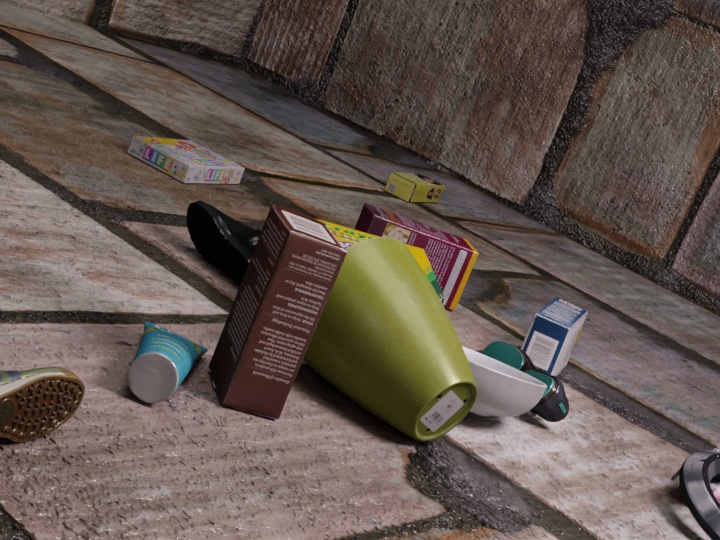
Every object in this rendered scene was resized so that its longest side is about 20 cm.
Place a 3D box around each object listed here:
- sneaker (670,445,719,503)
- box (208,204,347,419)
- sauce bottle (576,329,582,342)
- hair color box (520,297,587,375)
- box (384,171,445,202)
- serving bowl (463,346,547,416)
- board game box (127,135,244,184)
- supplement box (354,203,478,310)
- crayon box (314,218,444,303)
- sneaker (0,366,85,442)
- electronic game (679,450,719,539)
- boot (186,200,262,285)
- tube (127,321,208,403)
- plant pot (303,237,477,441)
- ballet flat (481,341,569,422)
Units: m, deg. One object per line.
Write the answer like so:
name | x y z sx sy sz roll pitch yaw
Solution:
sneaker | 0.484 0.287 1.717 0.082 0.070 0.199 48 26 25
box | -0.091 0.044 1.361 0.074 0.202 0.100 20 13 -21
sauce bottle | 0.349 0.103 2.200 0.065 0.067 0.200 25 14 11
hair color box | 0.300 0.110 2.003 0.060 0.101 0.200 24 12 15
box | 0.134 -0.202 3.113 0.075 0.051 0.199 27 14 20
serving bowl | 0.137 0.140 1.640 0.198 0.067 0.200 22 1 -1
board game box | -0.319 -0.203 2.357 0.133 0.035 0.200 28 13 20
supplement box | 0.083 -0.023 2.147 0.198 0.112 0.086 19 12 -16
crayon box | 0.000 0.000 1.708 0.197 0.059 0.173 15 21 -13
sneaker | -0.318 0.097 1.045 0.089 0.068 0.200 33 18 20
electronic game | 0.482 0.302 1.582 0.198 0.042 0.201 23 32 -15
boot | -0.138 -0.045 1.842 0.161 0.074 0.198 -15 42 -38
tube | -0.205 0.091 1.344 0.077 0.051 0.200 29 7 -6
plant pot | 0.042 0.098 1.493 0.186 0.188 0.200 8 33 -49
ballet flat | 0.232 0.160 1.782 0.072 0.074 0.200 17 8 -24
